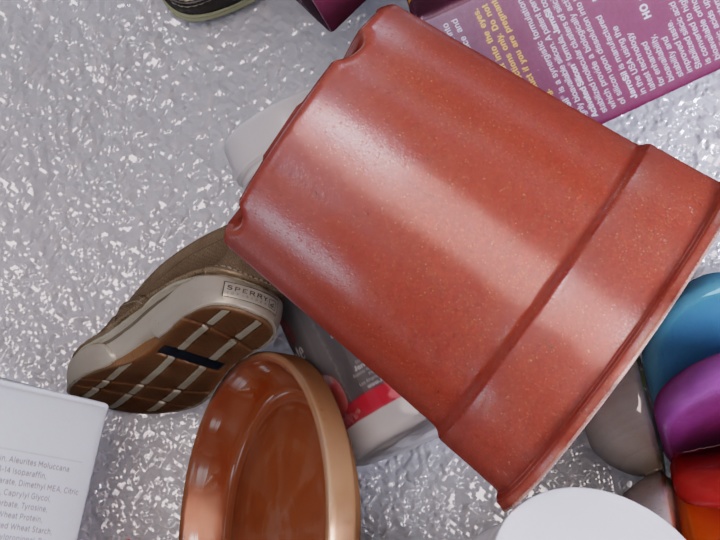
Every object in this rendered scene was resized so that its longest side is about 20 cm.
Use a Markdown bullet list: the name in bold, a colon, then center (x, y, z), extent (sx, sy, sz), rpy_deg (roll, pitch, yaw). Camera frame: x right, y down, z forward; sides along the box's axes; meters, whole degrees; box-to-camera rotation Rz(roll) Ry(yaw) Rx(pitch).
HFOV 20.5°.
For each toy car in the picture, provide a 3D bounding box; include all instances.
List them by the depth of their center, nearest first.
- **toy car**: center (0.206, 0.088, 1.047), extent (0.175, 0.150, 0.201), rpy_deg (-13, 68, 10)

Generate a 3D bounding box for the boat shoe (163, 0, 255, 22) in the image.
- **boat shoe**: center (-0.044, -0.227, 1.193), extent (0.201, 0.066, 0.072), rpy_deg (-34, 77, 5)

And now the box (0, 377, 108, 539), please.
- **box**: center (-0.285, 0.104, 1.099), extent (0.199, 0.200, 0.131), rpy_deg (9, 84, 39)

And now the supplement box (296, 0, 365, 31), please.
- **supplement box**: center (-0.050, -0.246, 1.119), extent (0.110, 0.086, 0.200), rpy_deg (-43, 65, -3)

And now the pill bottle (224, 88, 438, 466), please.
- **pill bottle**: center (0.000, 0.000, 1.130), extent (0.111, 0.111, 0.200), rpy_deg (-27, 78, 7)

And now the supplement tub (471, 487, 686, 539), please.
- **supplement tub**: center (0.088, 0.217, 1.020), extent (0.144, 0.200, 0.145), rpy_deg (12, 47, -13)

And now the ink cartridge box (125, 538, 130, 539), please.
- **ink cartridge box**: center (-0.178, 0.270, 1.132), extent (0.200, 0.057, 0.163), rpy_deg (-36, 75, 30)

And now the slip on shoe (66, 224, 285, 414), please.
- **slip on shoe**: center (-0.105, 0.029, 1.131), extent (0.076, 0.200, 0.061), rpy_deg (19, 61, -22)

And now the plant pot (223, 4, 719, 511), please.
- **plant pot**: center (0.051, -0.019, 0.991), extent (0.195, 0.201, 0.201), rpy_deg (36, 90, 2)

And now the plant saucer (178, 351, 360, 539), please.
- **plant saucer**: center (-0.049, 0.146, 1.097), extent (0.032, 0.200, 0.201), rpy_deg (8, 82, -27)

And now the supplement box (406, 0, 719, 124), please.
- **supplement box**: center (0.132, -0.155, 1.100), extent (0.200, 0.131, 0.103), rpy_deg (-25, 114, 6)
